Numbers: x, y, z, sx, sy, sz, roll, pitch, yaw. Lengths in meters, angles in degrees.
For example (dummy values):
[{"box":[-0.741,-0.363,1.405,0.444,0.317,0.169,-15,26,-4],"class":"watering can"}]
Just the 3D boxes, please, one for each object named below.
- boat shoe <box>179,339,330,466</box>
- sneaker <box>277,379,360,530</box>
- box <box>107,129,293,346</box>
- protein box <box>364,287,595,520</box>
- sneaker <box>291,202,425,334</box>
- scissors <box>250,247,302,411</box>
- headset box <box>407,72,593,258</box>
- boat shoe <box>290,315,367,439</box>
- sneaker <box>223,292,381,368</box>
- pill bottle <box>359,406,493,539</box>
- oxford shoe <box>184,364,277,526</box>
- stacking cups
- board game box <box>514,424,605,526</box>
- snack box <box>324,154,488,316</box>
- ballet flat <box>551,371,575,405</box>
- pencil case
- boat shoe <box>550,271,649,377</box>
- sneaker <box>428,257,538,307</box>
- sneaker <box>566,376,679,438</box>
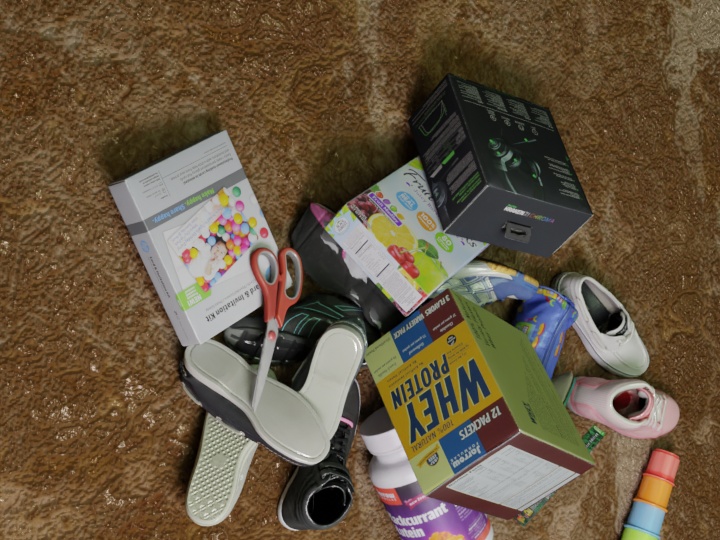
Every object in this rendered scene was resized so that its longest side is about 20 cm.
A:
[{"box":[-0.123,0.158,1.278,0.200,0.060,0.074,34,46,8],"class":"boat shoe"},{"box":[-0.030,0.222,1.355,0.071,0.099,0.201,26,78,-24],"class":"sneaker"},{"box":[-0.177,-0.038,1.283,0.156,0.041,0.201,-33,107,-40],"class":"box"},{"box":[0.138,0.161,1.322,0.135,0.199,0.200,-37,145,18],"class":"protein box"},{"box":[0.000,0.000,1.378,0.080,0.086,0.200,-42,88,19],"class":"sneaker"},{"box":[-0.095,0.065,1.291,0.073,0.014,0.201,15,64,-42],"class":"scissors"},{"box":[0.172,-0.122,1.393,0.174,0.093,0.201,11,48,-33],"class":"headset box"},{"box":[-0.044,0.136,1.312,0.073,0.062,0.201,27,118,1],"class":"boat shoe"},{"box":[-0.068,0.070,1.359,0.199,0.075,0.080,7,58,-21],"class":"sneaker"},{"box":[0.077,0.266,1.405,0.111,0.111,0.201,-32,105,-23],"class":"pill bottle"},{"box":[-0.152,0.203,1.318,0.075,0.058,0.201,17,67,5],"class":"oxford shoe"},{"box":[0.408,0.354,1.608,0.060,0.060,0.201,26,79,-26],"class":"stacking cups"},{"box":[0.254,0.268,1.461,0.023,0.200,0.105,39,69,13],"class":"board game box"},{"box":[0.067,-0.049,1.354,0.142,0.053,0.200,48,40,5],"class":"snack box"},{"box":[0.220,0.214,1.510,0.069,0.069,0.201,32,77,-24],"class":"ballet flat"},{"box":[0.221,0.118,1.481,0.078,0.087,0.201,38,67,-31],"class":"pencil case"},{"box":[0.346,0.076,1.567,0.072,0.066,0.200,-46,110,-19],"class":"boat shoe"},{"box":[0.133,0.024,1.459,0.199,0.075,0.089,11,94,-18],"class":"sneaker"},{"box":[0.391,0.194,1.573,0.199,0.105,0.076,16,82,-28],"class":"sneaker"}]
